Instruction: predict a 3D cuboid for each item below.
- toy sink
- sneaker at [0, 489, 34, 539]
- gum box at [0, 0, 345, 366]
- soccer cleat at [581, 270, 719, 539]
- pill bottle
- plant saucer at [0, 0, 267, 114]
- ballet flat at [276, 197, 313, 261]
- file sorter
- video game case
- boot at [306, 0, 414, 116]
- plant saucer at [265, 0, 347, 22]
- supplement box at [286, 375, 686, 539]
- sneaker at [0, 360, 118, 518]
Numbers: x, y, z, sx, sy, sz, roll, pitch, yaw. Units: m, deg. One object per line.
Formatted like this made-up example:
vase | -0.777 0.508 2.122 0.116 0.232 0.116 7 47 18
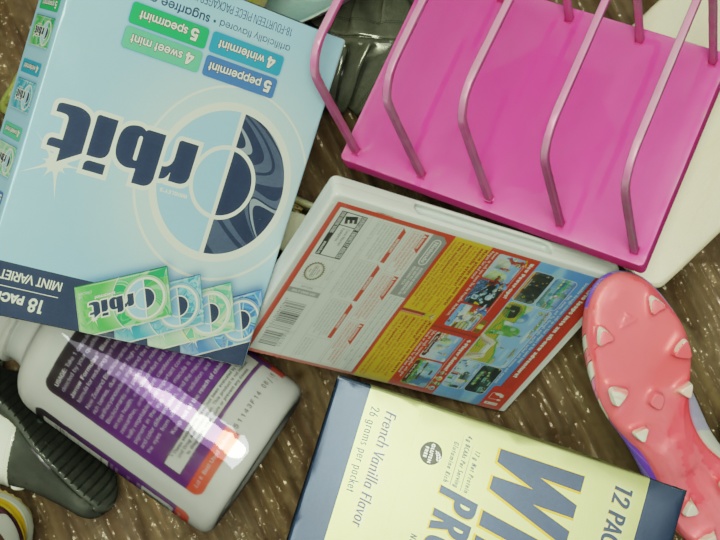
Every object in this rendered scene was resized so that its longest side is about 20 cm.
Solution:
toy sink | 0.206 -0.094 0.873 0.200 0.112 0.130 -44 85 -4
sneaker | -0.254 0.239 0.832 0.074 0.090 0.203 10 103 0
gum box | -0.115 -0.061 0.753 0.168 0.044 0.202 14 95 -35
soccer cleat | 0.183 0.086 0.841 0.066 0.076 0.201 -31 108 -4
pill bottle | -0.146 0.065 0.857 0.199 0.111 0.112 35 85 3
plant saucer | -0.130 -0.160 0.865 0.048 0.199 0.201 34 85 -38
ballet flat | 0.000 0.000 0.880 0.198 0.062 0.068 20 84 1
file sorter | 0.090 -0.114 0.761 0.198 0.126 0.140 21 77 21
video game case | 0.040 0.021 0.823 0.198 0.143 0.018 16 43 -24
boot | 0.034 -0.186 0.906 0.129 0.068 0.202 25 84 6
plant saucer | -0.019 -0.239 0.885 0.199 0.039 0.203 -19 58 32
supplement box | 0.060 0.157 0.804 0.197 0.200 0.136 18 86 0
sneaker | -0.250 0.107 0.881 0.199 0.074 0.089 39 104 2
